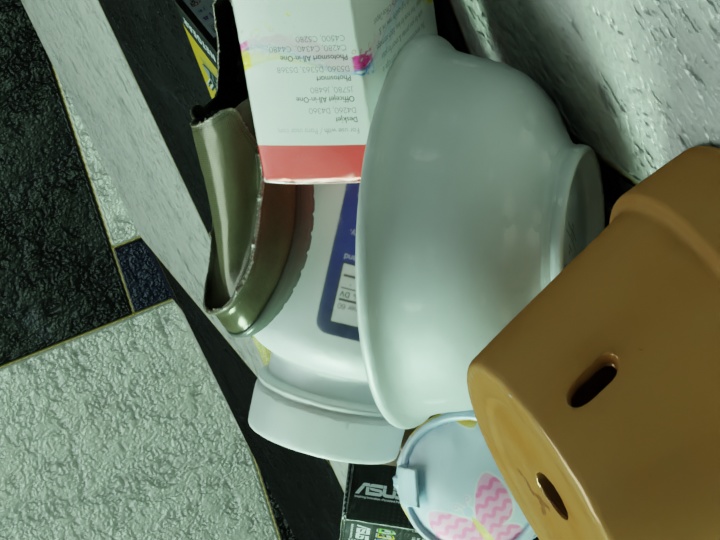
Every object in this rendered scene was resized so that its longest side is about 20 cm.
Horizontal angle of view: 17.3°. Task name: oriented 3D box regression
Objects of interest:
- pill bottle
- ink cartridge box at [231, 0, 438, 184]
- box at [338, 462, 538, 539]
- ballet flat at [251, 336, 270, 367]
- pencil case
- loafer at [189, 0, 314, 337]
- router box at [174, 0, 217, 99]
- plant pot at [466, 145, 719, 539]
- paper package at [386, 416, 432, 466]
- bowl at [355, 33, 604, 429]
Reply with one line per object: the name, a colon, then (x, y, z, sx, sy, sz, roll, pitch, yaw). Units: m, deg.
pill bottle: (0.000, 0.000, 1.339, 0.120, 0.119, 0.202, -144, 65, -66)
ink cartridge box: (-0.010, -0.121, 1.186, 0.116, 0.067, 0.201, -52, -42, -58)
box: (0.081, 0.177, 1.552, 0.200, 0.191, 0.048, 94, -178, -73)
ballet flat: (0.000, 0.045, 1.531, 0.199, 0.071, 0.071, -9, 114, 51)
pencil case: (0.084, 0.093, 1.312, 0.200, 0.090, 0.084, -35, -42, -70)
loafer: (-0.065, -0.065, 1.275, 0.075, 0.069, 0.202, 2, 85, 62)
router box: (-0.057, -0.108, 1.773, 0.200, 0.052, 0.158, 51, 167, 42)
plant pot: (0.140, 0.066, 1.042, 0.201, 0.139, 0.200, 56, 169, 18)
paper package: (0.042, 0.086, 1.684, 0.191, 0.103, 0.200, 57, 170, 17)
bowl: (0.069, -0.018, 1.186, 0.201, 0.090, 0.203, 3, -90, -71)
